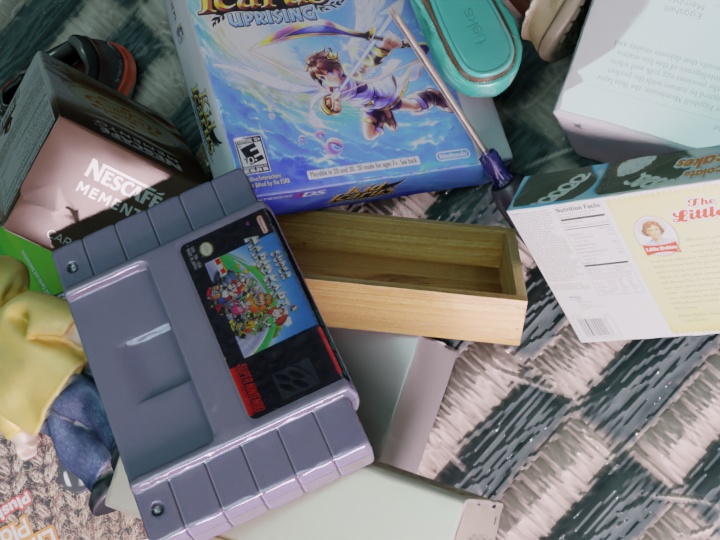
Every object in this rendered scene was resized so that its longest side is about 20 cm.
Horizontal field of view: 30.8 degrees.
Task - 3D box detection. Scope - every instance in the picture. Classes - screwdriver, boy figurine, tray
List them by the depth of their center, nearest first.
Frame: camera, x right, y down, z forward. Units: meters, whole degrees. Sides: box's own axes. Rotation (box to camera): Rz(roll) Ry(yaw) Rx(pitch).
[{"bbox_3d":[0.000,0.000,0.826,0.200,0.099,0.037,7,118,-2],"label":"tray"},{"bbox_3d":[-0.204,0.066,0.840,0.200,0.064,0.124,43,122,23],"label":"boy figurine"},{"bbox_3d":[0.074,-0.091,0.845,0.028,0.029,0.200,-15,116,41],"label":"screwdriver"}]

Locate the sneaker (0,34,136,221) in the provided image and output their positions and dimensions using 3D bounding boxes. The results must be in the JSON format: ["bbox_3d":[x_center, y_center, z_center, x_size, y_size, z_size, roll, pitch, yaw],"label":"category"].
[{"bbox_3d":[-0.264,-0.111,0.985,0.200,0.082,0.077,-43,71,6],"label":"sneaker"}]

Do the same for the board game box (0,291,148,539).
[{"bbox_3d":[-0.219,0.139,0.919,0.159,0.097,0.200,-24,74,12],"label":"board game box"}]

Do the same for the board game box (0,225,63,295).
[{"bbox_3d":[-0.274,0.019,0.995,0.200,0.030,0.096,-23,73,10],"label":"board game box"}]

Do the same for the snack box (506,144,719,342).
[{"bbox_3d":[0.198,-0.015,0.772,0.200,0.116,0.037,-7,38,39],"label":"snack box"}]

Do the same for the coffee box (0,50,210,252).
[{"bbox_3d":[-0.175,-0.068,0.870,0.080,0.114,0.200,-59,25,10],"label":"coffee box"}]

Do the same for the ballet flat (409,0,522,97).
[{"bbox_3d":[0.049,-0.201,0.862,0.067,0.070,0.200,-19,80,-5],"label":"ballet flat"}]

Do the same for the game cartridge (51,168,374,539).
[{"bbox_3d":[-0.085,0.043,0.724,0.130,0.038,0.200,-27,58,0],"label":"game cartridge"}]

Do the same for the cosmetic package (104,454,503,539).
[{"bbox_3d":[-0.030,0.133,0.746,0.200,0.104,0.073,15,83,21],"label":"cosmetic package"}]

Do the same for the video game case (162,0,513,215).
[{"bbox_3d":[-0.017,-0.135,0.871,0.200,0.045,0.182,-10,73,-26],"label":"video game case"}]

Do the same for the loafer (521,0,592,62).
[{"bbox_3d":[0.138,-0.230,0.834,0.067,0.076,0.200,19,85,16],"label":"loafer"}]

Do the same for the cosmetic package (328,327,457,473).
[{"bbox_3d":[-0.013,0.127,0.852,0.090,0.107,0.200,15,83,19],"label":"cosmetic package"}]

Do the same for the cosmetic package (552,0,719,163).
[{"bbox_3d":[0.250,-0.148,0.807,0.199,0.123,0.200,19,86,19],"label":"cosmetic package"}]

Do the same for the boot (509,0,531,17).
[{"bbox_3d":[0.133,-0.269,0.901,0.146,0.070,0.200,-36,82,-2],"label":"boot"}]

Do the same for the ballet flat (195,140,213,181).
[{"bbox_3d":[-0.102,-0.095,0.943,0.046,0.067,0.200,20,93,11],"label":"ballet flat"}]
